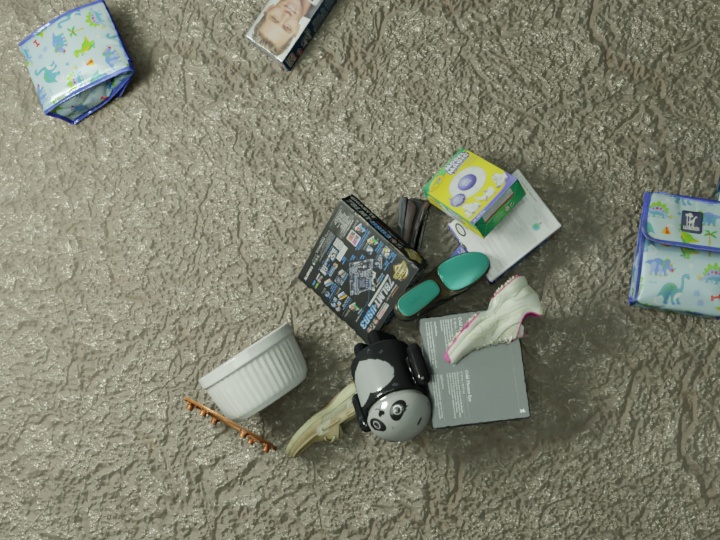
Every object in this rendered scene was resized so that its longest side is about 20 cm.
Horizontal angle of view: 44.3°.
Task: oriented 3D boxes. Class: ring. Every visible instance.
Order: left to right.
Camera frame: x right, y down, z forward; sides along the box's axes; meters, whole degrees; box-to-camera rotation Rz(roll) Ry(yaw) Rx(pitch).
[{"bbox_3d":[-0.243,0.288,1.633,0.197,0.201,0.020,25,76,11],"label":"ring"}]

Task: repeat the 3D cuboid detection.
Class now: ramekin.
[{"bbox_3d":[-0.190,0.194,1.639,0.198,0.200,0.106,-32,91,5],"label":"ramekin"}]

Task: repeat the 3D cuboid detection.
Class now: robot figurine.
[{"bbox_3d":[0.051,0.206,1.581,0.122,0.152,0.203,-11,53,-12],"label":"robot figurine"}]

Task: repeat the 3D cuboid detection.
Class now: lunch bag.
[{"bbox_3d":[-0.563,-0.424,1.791,0.197,0.127,0.173,-29,80,16],"label":"lunch bag"},{"bbox_3d":[0.569,-0.028,1.550,0.166,0.127,0.205,9,86,13],"label":"lunch bag"}]

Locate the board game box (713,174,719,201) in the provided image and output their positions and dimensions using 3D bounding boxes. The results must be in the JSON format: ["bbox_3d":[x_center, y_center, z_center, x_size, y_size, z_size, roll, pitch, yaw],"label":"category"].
[{"bbox_3d":[0.745,-0.148,1.580,0.195,0.047,0.155,15,88,11],"label":"board game box"}]

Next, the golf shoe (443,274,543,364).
[{"bbox_3d":[0.231,0.101,1.529,0.200,0.075,0.092,-44,82,4],"label":"golf shoe"}]

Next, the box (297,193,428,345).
[{"bbox_3d":[0.000,0.000,1.644,0.198,0.049,0.202,40,123,14],"label":"box"}]

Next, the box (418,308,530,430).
[{"bbox_3d":[0.209,0.177,1.614,0.177,0.104,0.205,-7,84,10],"label":"box"}]

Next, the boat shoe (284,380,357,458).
[{"bbox_3d":[-0.057,0.291,1.668,0.199,0.072,0.065,-41,79,-2],"label":"boat shoe"}]

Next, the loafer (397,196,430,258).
[{"bbox_3d":[0.098,-0.039,1.672,0.061,0.072,0.206,2,82,6],"label":"loafer"}]

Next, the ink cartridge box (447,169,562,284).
[{"bbox_3d":[0.254,-0.070,1.643,0.199,0.076,0.138,-38,79,3],"label":"ink cartridge box"}]

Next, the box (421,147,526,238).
[{"bbox_3d":[0.198,-0.150,1.618,0.117,0.048,0.200,-45,38,-4],"label":"box"}]

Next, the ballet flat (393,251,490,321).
[{"bbox_3d":[0.143,0.029,1.600,0.197,0.069,0.069,-28,75,-9],"label":"ballet flat"}]

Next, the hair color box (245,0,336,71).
[{"bbox_3d":[-0.129,-0.513,1.757,0.099,0.060,0.202,35,92,11],"label":"hair color box"}]
